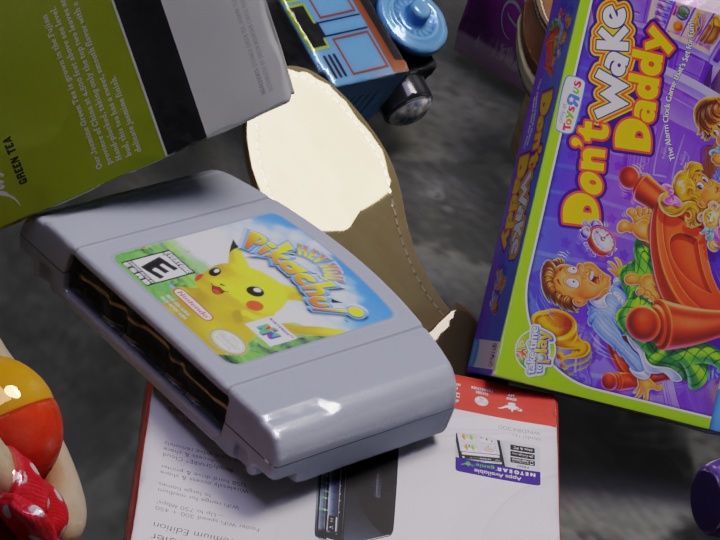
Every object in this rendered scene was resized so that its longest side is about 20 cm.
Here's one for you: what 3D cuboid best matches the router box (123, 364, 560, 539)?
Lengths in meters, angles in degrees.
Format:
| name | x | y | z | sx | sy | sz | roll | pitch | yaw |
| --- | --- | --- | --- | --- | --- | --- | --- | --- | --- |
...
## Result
| name | x | y | z | sx | sy | sz | roll | pitch | yaw |
| --- | --- | --- | --- | --- | --- | --- | --- | --- | --- |
| router box | -0.007 | 0.112 | 1.384 | 0.199 | 0.049 | 0.180 | 11 | 36 | -7 |

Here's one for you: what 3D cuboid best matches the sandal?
| name | x | y | z | sx | sy | sz | roll | pitch | yaw |
| --- | --- | --- | --- | --- | --- | --- | --- | --- | --- |
| sandal | -0.005 | 0.002 | 1.525 | 0.077 | 0.070 | 0.212 | -26 | 74 | -28 |

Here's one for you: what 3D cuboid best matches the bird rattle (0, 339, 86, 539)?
| name | x | y | z | sx | sy | sz | roll | pitch | yaw |
| --- | --- | --- | --- | --- | --- | --- | --- | --- | --- |
| bird rattle | -0.160 | 0.072 | 1.310 | 0.200 | 0.113 | 0.163 | 50 | 9 | 6 |

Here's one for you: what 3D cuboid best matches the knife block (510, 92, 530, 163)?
| name | x | y | z | sx | sy | sz | roll | pitch | yaw |
| --- | --- | --- | --- | --- | --- | --- | --- | --- | --- |
| knife block | 0.133 | -0.018 | 1.598 | 0.199 | 0.064 | 0.175 | 32 | 38 | 20 |

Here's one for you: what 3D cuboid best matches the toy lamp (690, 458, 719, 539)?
| name | x | y | z | sx | sy | sz | roll | pitch | yaw |
| --- | --- | --- | --- | --- | --- | --- | --- | --- | --- |
| toy lamp | 0.257 | 0.107 | 1.486 | 0.199 | 0.058 | 0.058 | -4 | 40 | -25 |

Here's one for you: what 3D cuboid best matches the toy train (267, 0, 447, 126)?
| name | x | y | z | sx | sy | sz | roll | pitch | yaw |
| --- | --- | --- | --- | --- | --- | --- | --- | --- | --- |
| toy train | -0.034 | -0.163 | 1.671 | 0.114 | 0.087 | 0.201 | -14 | 68 | -42 |

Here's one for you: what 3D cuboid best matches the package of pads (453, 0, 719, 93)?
| name | x | y | z | sx | sy | sz | roll | pitch | yaw |
| --- | --- | --- | --- | --- | --- | --- | --- | --- | --- |
| package of pads | 0.157 | -0.136 | 1.717 | 0.200 | 0.121 | 0.076 | 35 | 40 | 23 |

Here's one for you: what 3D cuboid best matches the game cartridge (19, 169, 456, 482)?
| name | x | y | z | sx | sy | sz | roll | pitch | yaw |
| --- | --- | --- | --- | --- | --- | --- | --- | --- | --- |
| game cartridge | -0.053 | 0.020 | 1.417 | 0.133 | 0.041 | 0.200 | -13 | 42 | -43 |

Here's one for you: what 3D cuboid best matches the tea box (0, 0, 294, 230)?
| name | x | y | z | sx | sy | sz | roll | pitch | yaw |
| --- | --- | --- | --- | --- | --- | --- | --- | --- | --- |
| tea box | -0.166 | -0.139 | 1.466 | 0.196 | 0.134 | 0.200 | -23 | 35 | -9 |

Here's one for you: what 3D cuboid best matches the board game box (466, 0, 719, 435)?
| name | x | y | z | sx | sy | sz | roll | pitch | yaw |
| --- | --- | --- | --- | --- | --- | --- | --- | --- | --- |
| board game box | 0.142 | -0.030 | 1.479 | 0.134 | 0.201 | 0.045 | 14 | -3 | -15 |

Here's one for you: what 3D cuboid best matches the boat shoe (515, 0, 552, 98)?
| name | x | y | z | sx | sy | sz | roll | pitch | yaw |
| --- | --- | --- | --- | --- | --- | --- | --- | --- | --- |
| boat shoe | 0.143 | -0.100 | 1.593 | 0.075 | 0.074 | 0.200 | -1 | 39 | -22 |
